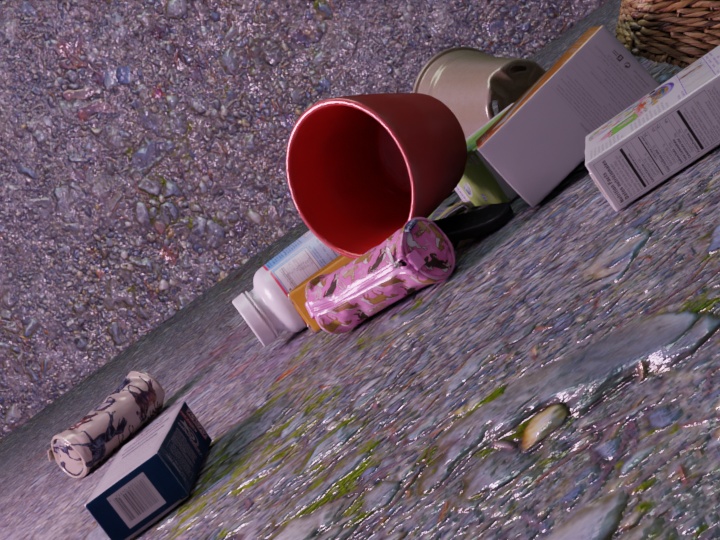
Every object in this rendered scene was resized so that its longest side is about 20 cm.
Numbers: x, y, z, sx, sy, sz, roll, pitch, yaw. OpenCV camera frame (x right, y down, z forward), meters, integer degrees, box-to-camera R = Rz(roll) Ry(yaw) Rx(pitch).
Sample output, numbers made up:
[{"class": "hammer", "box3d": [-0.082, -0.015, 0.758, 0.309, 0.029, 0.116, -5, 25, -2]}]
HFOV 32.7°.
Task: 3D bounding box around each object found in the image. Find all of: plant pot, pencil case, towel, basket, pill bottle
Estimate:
[{"class": "plant pot", "box3d": [0.033, -0.135, 1.543, 0.200, 0.202, 0.177, -30, 0, 40]}, {"class": "plant pot", "box3d": [0.206, -0.256, 1.920, 0.200, 0.202, 0.183, -38, 19, -18]}, {"class": "pencil case", "box3d": [0.020, 0.010, 1.451, 0.199, 0.086, 0.084, -30, 42, 43]}, {"class": "towel", "box3d": [0.081, -0.053, 1.786, 0.143, 0.023, 0.200, -38, 7, -7]}, {"class": "pencil case", "box3d": [-0.407, 0.245, 1.965, 0.089, 0.078, 0.200, 1, 33, 43]}, {"class": "basket", "box3d": [0.384, -0.334, 1.444, 0.200, 0.141, 0.151, -49, -27, -60]}, {"class": "pill bottle", "box3d": [-0.083, 0.017, 1.768, 0.199, 0.109, 0.109, -37, 7, -6]}]

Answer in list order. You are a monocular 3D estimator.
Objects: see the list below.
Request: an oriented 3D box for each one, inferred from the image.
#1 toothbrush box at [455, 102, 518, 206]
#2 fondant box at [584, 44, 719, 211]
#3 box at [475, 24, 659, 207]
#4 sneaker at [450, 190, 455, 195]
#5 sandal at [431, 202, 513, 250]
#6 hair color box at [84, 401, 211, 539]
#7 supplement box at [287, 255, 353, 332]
[{"class": "toothbrush box", "box3d": [0.203, -0.164, 1.659, 0.145, 0.086, 0.200, -38, 8, -9]}, {"class": "fondant box", "box3d": [0.310, -0.148, 1.167, 0.199, 0.059, 0.144, -33, 8, 18]}, {"class": "box", "box3d": [0.239, -0.183, 1.447, 0.200, 0.097, 0.124, -45, 4, 10]}, {"class": "sneaker", "box3d": [0.055, -0.080, 1.948, 0.104, 0.060, 0.200, -25, -11, -43]}, {"class": "sandal", "box3d": [0.103, -0.034, 1.520, 0.198, 0.045, 0.075, -14, 24, 32]}, {"class": "hair color box", "box3d": [-0.230, 0.221, 1.357, 0.100, 0.061, 0.200, -35, 8, 6]}, {"class": "supplement box", "box3d": [0.000, 0.000, 1.658, 0.199, 0.067, 0.069, -34, 7, 15]}]
